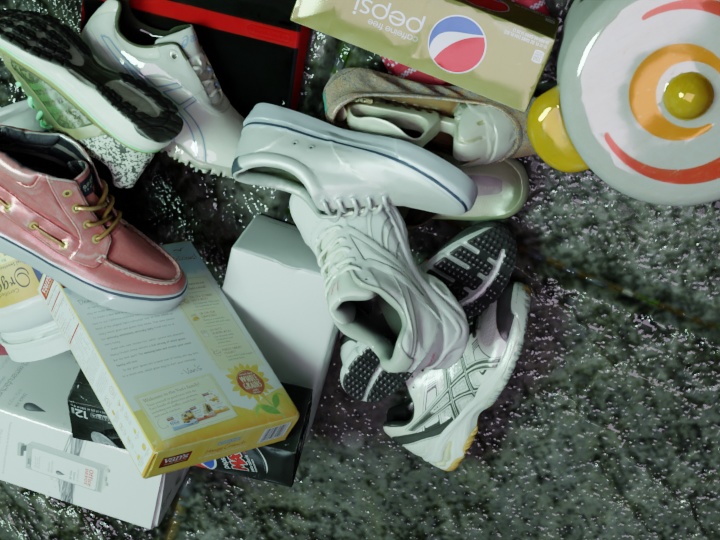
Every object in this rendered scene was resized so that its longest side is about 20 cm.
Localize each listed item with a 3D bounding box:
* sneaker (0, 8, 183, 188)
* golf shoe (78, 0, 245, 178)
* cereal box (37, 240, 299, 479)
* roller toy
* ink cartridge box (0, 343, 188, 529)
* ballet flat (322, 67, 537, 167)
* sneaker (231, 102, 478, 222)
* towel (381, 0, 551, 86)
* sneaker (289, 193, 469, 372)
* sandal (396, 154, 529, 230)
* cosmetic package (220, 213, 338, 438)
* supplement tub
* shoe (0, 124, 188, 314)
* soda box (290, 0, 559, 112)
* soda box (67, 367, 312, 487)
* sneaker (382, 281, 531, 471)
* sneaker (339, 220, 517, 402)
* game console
[{"bbox_3d":[-0.242,-0.135,1.057,0.200,0.077,0.089,37,119,9],"label":"sneaker"},{"bbox_3d":[-0.147,-0.151,1.094,0.199,0.078,0.097,29,116,-4],"label":"golf shoe"},{"bbox_3d":[-0.158,0.066,1.077,0.200,0.143,0.040,55,134,27],"label":"cereal box"},{"bbox_3d":[0.238,-0.148,0.990,0.199,0.140,0.183,15,114,1],"label":"roller toy"},{"bbox_3d":[-0.255,0.139,1.224,0.199,0.147,0.083,17,119,3],"label":"ink cartridge box"},{"bbox_3d":[0.065,-0.115,1.066,0.199,0.067,0.068,8,127,5],"label":"ballet flat"},{"bbox_3d":[-0.008,-0.069,1.049,0.199,0.073,0.071,17,73,14],"label":"sneaker"},{"bbox_3d":[0.053,-0.250,1.057,0.144,0.023,0.200,-23,107,19],"label":"towel"},{"bbox_3d":[0.000,0.000,1.059,0.200,0.099,0.078,49,123,20],"label":"sneaker"},{"bbox_3d":[0.042,-0.069,1.118,0.200,0.057,0.080,-4,112,14],"label":"sandal"},{"bbox_3d":[-0.077,0.065,1.188,0.107,0.085,0.201,19,115,3],"label":"cosmetic package"},{"bbox_3d":[-0.294,-0.035,1.157,0.144,0.144,0.201,-16,109,18],"label":"supplement tub"},{"bbox_3d":[-0.218,-0.040,1.043,0.199,0.072,0.091,25,128,-13],"label":"shoe"},{"bbox_3d":[0.051,-0.196,1.030,0.199,0.068,0.064,21,116,2],"label":"soda box"},{"bbox_3d":[-0.145,0.123,1.131,0.199,0.071,0.063,13,143,3],"label":"soda box"},{"bbox_3d":[0.083,0.088,1.169,0.087,0.076,0.201,25,116,0],"label":"sneaker"},{"bbox_3d":[0.050,0.022,1.146,0.200,0.080,0.074,-42,121,14],"label":"sneaker"},{"bbox_3d":[-0.138,-0.225,1.108,0.199,0.031,0.177,15,122,6],"label":"game console"}]
